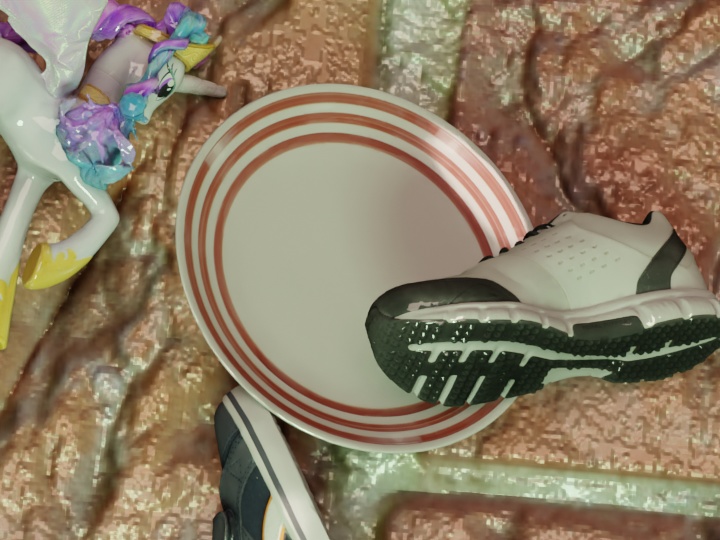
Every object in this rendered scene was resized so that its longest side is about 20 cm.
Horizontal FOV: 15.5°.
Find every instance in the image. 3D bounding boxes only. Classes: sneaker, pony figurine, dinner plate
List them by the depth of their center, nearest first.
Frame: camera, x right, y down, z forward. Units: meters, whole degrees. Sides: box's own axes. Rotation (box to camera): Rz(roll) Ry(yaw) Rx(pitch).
[{"bbox_3d":[-0.042,0.151,1.252,0.079,0.078,0.201,-25,67,-1],"label":"sneaker"},{"bbox_3d":[0.085,0.014,1.297,0.199,0.074,0.080,-2,57,-31],"label":"sneaker"},{"bbox_3d":[-0.176,-0.093,1.311,0.193,0.166,0.200,43,67,-21],"label":"pony figurine"},{"bbox_3d":[0.000,0.000,1.314,0.199,0.024,0.201,10,61,-18],"label":"dinner plate"}]
